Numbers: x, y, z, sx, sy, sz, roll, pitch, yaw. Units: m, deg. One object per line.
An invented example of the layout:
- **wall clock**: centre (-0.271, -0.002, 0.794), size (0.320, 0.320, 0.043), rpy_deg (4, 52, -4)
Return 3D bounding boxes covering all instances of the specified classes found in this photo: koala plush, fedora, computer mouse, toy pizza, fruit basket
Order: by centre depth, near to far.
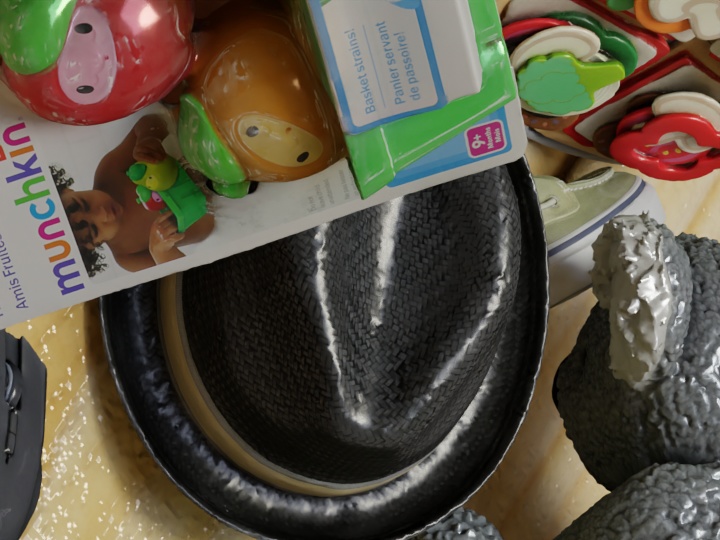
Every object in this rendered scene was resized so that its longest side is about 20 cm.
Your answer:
- **fruit basket**: centre (-0.054, -0.079, 0.793), size (0.199, 0.094, 0.186), rpy_deg (-20, 123, -7)
- **computer mouse**: centre (-0.117, 0.015, 0.868), size (0.059, 0.034, 0.201), rpy_deg (29, 66, -41)
- **fedora**: centre (0.000, 0.000, 0.906), size (0.199, 0.092, 0.202), rpy_deg (3, 80, -18)
- **koala plush**: centre (0.135, 0.079, 1.014), size (0.177, 0.183, 0.201), rpy_deg (12, 85, -47)
- **toy pizza**: centre (0.135, -0.090, 1.029), size (0.200, 0.199, 0.032), rpy_deg (33, 48, -41)

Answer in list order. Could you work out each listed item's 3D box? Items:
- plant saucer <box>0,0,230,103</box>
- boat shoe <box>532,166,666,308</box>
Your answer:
- **plant saucer**: centre (-0.101, -0.125, 0.825), size (0.199, 0.037, 0.201), rpy_deg (-10, 121, -17)
- **boat shoe**: centre (0.060, -0.011, 1.035), size (0.200, 0.072, 0.062), rpy_deg (-30, 95, -49)
